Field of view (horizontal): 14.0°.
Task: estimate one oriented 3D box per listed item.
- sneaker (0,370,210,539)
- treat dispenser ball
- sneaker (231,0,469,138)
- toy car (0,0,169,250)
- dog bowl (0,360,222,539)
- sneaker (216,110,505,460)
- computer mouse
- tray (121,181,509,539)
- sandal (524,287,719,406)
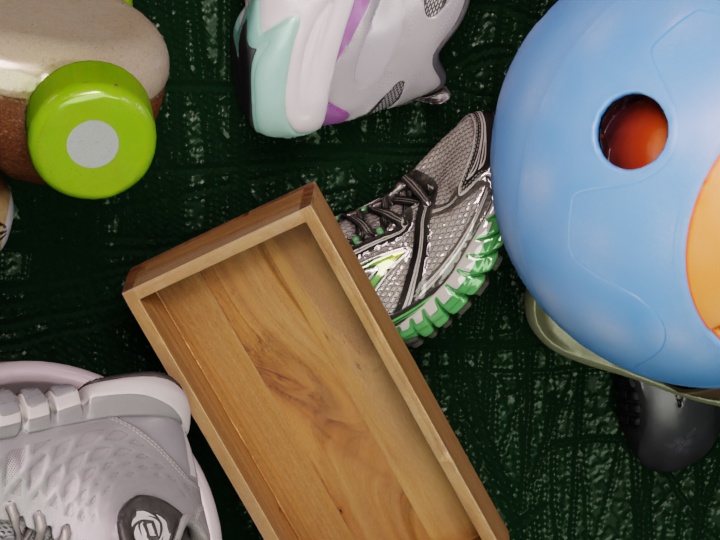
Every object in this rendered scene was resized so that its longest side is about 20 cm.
[{"bbox_3d":[-0.154,0.114,1.282,0.200,0.075,0.116,-10,69,-25],"label":"sneaker"},{"bbox_3d":[0.158,-0.048,1.304,0.200,0.201,0.201,-4,110,-10],"label":"treat dispenser ball"},{"bbox_3d":[0.007,-0.163,1.337,0.140,0.078,0.200,-9,121,-10],"label":"sneaker"},{"bbox_3d":[-0.179,-0.034,1.303,0.157,0.164,0.200,9,117,-14],"label":"toy car"},{"bbox_3d":[-0.154,0.133,1.357,0.200,0.059,0.201,6,72,-20],"label":"dog bowl"},{"bbox_3d":[0.000,0.000,1.388,0.085,0.078,0.200,40,98,-21],"label":"sneaker"},{"bbox_3d":[0.153,0.009,1.446,0.058,0.034,0.200,-8,110,-8],"label":"computer mouse"},{"bbox_3d":[-0.019,0.067,1.364,0.098,0.037,0.200,-25,108,12],"label":"tray"},{"bbox_3d":[0.177,0.034,1.408,0.200,0.057,0.080,8,99,2],"label":"sandal"}]
